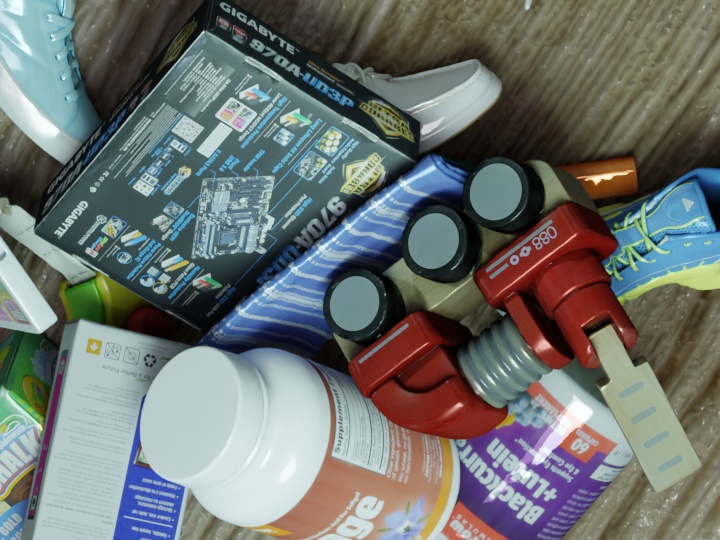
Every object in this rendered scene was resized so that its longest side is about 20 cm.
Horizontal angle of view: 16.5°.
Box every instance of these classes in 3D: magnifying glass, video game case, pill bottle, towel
[{"bbox_3d":[0.081,-0.050,1.621,0.200,0.022,0.080,-7,110,5],"label":"magnifying glass"},{"bbox_3d":[-0.275,-0.047,1.566,0.018,0.143,0.200,-39,107,-19],"label":"video game case"},{"bbox_3d":[-0.039,0.114,1.549,0.200,0.112,0.112,23,113,-45],"label":"pill bottle"},{"bbox_3d":[0.000,0.000,1.561,0.200,0.145,0.024,-39,71,14],"label":"towel"},{"bbox_3d":[0.092,0.140,1.639,0.111,0.111,0.200,35,106,-11],"label":"pill bottle"}]

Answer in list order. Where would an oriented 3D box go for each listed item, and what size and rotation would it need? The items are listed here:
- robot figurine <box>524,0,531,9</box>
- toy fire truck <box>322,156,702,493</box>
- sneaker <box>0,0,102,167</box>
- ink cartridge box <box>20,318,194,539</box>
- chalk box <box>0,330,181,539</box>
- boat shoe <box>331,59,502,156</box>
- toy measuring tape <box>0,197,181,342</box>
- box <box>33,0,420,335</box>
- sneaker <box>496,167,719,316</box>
[{"bbox_3d":[0.094,-0.263,1.491,0.169,0.113,0.200,-28,111,-22],"label":"robot figurine"},{"bbox_3d":[0.104,0.058,1.521,0.176,0.129,0.200,-38,65,17],"label":"toy fire truck"},{"bbox_3d":[-0.204,-0.154,1.556,0.082,0.074,0.200,-30,108,13],"label":"sneaker"},{"bbox_3d":[-0.156,0.137,1.551,0.095,0.037,0.200,15,77,-23],"label":"ink cartridge box"},{"bbox_3d":[-0.226,0.127,1.632,0.200,0.125,0.124,43,105,-15],"label":"chalk box"},{"bbox_3d":[-0.010,-0.099,1.575,0.200,0.071,0.069,-21,110,9],"label":"boat shoe"},{"bbox_3d":[-0.178,0.032,1.593,0.074,0.074,0.200,-37,130,13],"label":"toy measuring tape"},{"bbox_3d":[-0.084,-0.057,1.535,0.159,0.046,0.200,31,125,-19],"label":"box"},{"bbox_3d":[0.176,-0.025,1.579,0.200,0.076,0.105,-14,154,-4],"label":"sneaker"}]
